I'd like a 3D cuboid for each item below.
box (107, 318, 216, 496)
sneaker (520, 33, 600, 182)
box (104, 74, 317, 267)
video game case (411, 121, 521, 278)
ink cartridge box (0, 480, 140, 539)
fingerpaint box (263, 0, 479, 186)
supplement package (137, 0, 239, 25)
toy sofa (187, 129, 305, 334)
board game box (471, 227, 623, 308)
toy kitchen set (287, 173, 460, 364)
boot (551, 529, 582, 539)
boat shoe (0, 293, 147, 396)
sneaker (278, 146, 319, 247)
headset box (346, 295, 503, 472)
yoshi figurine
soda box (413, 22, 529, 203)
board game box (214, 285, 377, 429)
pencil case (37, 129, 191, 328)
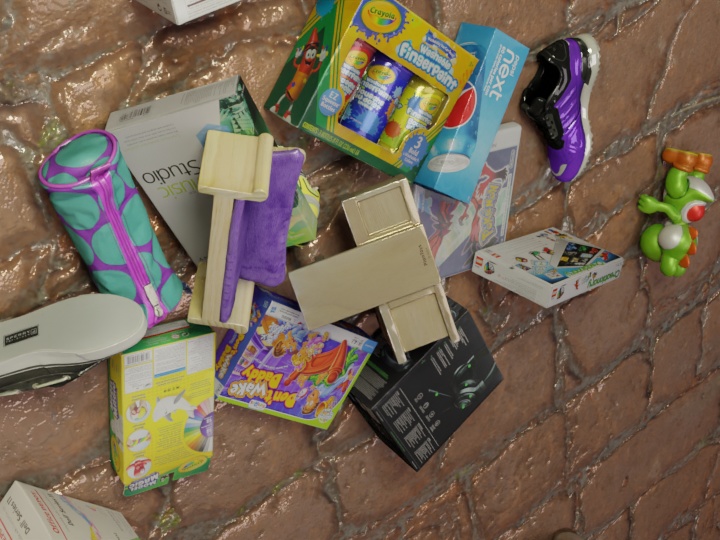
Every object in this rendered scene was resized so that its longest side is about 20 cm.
[{"bbox_3d":[-0.226,0.159,1.130,0.116,0.048,0.202,-12,120,-32],"label":"box"},{"bbox_3d":[0.255,-0.210,1.319,0.099,0.069,0.202,-15,121,-26],"label":"sneaker"},{"bbox_3d":[-0.145,-0.092,0.997,0.143,0.037,0.201,-13,136,17],"label":"box"},{"bbox_3d":[0.132,-0.086,1.313,0.181,0.023,0.202,-17,125,-33],"label":"video game case"},{"bbox_3d":[-0.328,0.300,1.077,0.068,0.117,0.200,-55,137,0],"label":"ink cartridge box"},{"bbox_3d":[0.017,-0.209,1.100,0.199,0.073,0.168,22,100,-46],"label":"fingerpaint box"},{"bbox_3d":[-0.156,-0.336,0.845,0.113,0.109,0.202,-28,131,-25],"label":"supplement package"},{"bbox_3d":[-0.114,-0.033,0.972,0.096,0.083,0.201,8,135,-6],"label":"toy sofa"},{"bbox_3d":[0.263,-0.008,1.375,0.199,0.126,0.035,-16,125,-46],"label":"board game box"},{"bbox_3d":[0.000,0.000,1.196,0.161,0.181,0.202,-20,103,-2],"label":"toy kitchen set"},{"bbox_3d":[0.399,0.560,1.849,0.198,0.146,0.071,1,113,-42],"label":"boot"},{"bbox_3d":[-0.299,0.077,0.968,0.197,0.071,0.064,-12,140,4],"label":"boat shoe"},{"bbox_3d":[-0.111,-0.111,1.065,0.201,0.075,0.077,54,44,-42],"label":"sneaker"},{"bbox_3d":[0.089,0.142,1.363,0.200,0.093,0.175,-45,135,-11],"label":"headset box"},{"bbox_3d":[0.500,-0.094,1.599,0.112,0.111,0.203,-39,137,-79],"label":"yoshi figurine"},{"bbox_3d":[0.127,-0.189,1.196,0.067,0.064,0.202,17,95,-41],"label":"soda box"},{"bbox_3d":[-0.085,0.112,1.228,0.199,0.045,0.135,24,98,-46],"label":"board game box"},{"bbox_3d":[-0.239,-0.034,0.970,0.085,0.092,0.201,-35,133,-20],"label":"pencil case"}]
